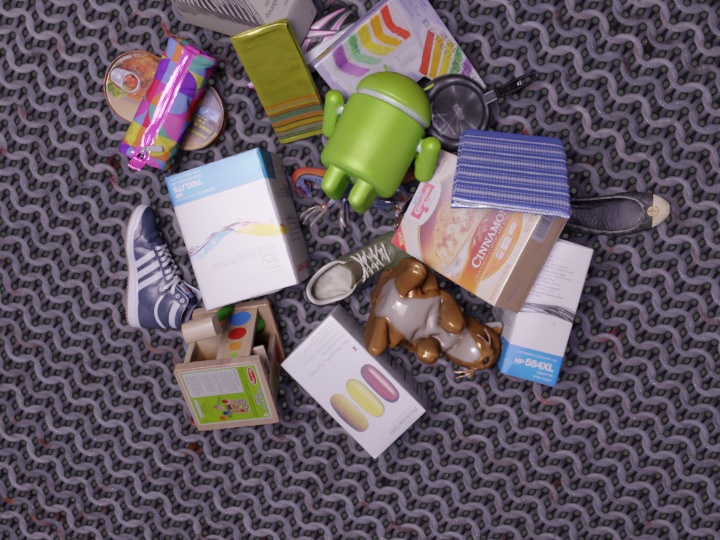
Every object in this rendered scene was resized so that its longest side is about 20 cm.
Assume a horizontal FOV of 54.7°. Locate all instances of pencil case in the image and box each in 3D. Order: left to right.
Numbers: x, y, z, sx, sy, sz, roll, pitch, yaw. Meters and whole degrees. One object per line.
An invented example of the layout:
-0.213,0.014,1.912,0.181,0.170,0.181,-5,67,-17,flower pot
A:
-0.285,-0.242,1.032,0.088,0.088,0.201,26,97,2,pencil case

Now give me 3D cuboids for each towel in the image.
-0.111,-0.267,1.011,0.086,0.200,0.018,-17,52,6,towel
0.193,-0.127,0.899,0.144,0.200,0.024,7,127,9,towel

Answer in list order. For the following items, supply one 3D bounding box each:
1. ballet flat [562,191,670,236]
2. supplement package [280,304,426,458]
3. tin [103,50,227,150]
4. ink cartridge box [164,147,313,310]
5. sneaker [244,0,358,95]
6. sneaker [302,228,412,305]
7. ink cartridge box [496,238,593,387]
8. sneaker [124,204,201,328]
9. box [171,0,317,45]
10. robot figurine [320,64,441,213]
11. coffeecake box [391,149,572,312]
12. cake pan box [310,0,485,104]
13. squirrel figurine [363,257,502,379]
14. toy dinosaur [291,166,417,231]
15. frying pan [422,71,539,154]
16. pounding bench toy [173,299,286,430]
0.360,-0.081,1.036,0.199,0.057,0.067,-4,96,6,ballet flat
-0.005,0.166,1.069,0.200,0.110,0.114,44,98,0,supplement package
-0.303,-0.263,1.090,0.200,0.042,0.112,29,94,1,tin
-0.174,-0.062,1.043,0.145,0.147,0.201,-16,94,6,ink cartridge box
-0.087,-0.335,1.052,0.199,0.080,0.087,-27,81,-1,sneaker
0.000,0.000,1.061,0.200,0.090,0.067,-28,92,7,sneaker
0.259,0.048,1.014,0.084,0.146,0.201,15,97,3,ink cartridge box
-0.309,-0.001,1.099,0.108,0.070,0.201,7,103,9,sneaker
-0.171,-0.387,1.015,0.199,0.068,0.082,20,80,19,box
0.022,-0.180,0.949,0.175,0.116,0.201,27,88,11,robot figurine
0.160,-0.059,0.957,0.200,0.073,0.154,34,103,40,coffeecake box
0.058,-0.283,1.016,0.184,0.052,0.200,-37,116,9,cake pan box
0.109,0.074,1.007,0.186,0.200,0.142,24,94,-12,squirrel figurine
-0.009,-0.129,1.059,0.181,0.105,0.200,34,81,11,toy dinosaur
0.173,-0.228,1.004,0.189,0.031,0.115,-3,95,-6,frying pan
-0.195,0.106,1.032,0.124,0.156,0.201,-7,126,5,pounding bench toy
